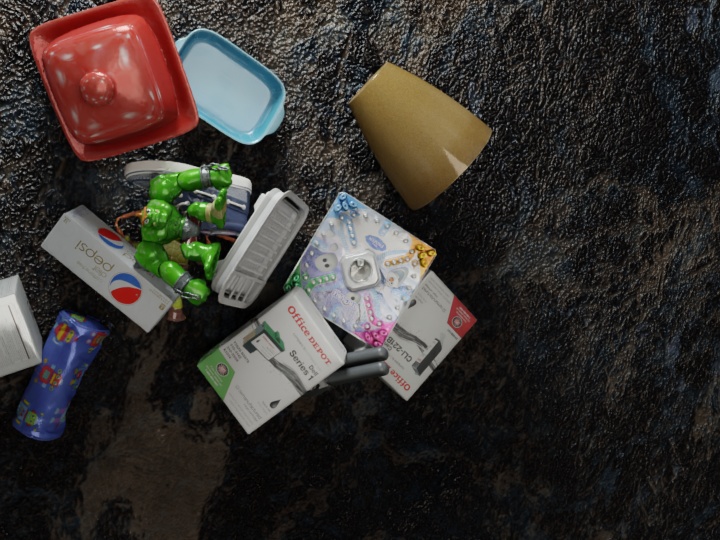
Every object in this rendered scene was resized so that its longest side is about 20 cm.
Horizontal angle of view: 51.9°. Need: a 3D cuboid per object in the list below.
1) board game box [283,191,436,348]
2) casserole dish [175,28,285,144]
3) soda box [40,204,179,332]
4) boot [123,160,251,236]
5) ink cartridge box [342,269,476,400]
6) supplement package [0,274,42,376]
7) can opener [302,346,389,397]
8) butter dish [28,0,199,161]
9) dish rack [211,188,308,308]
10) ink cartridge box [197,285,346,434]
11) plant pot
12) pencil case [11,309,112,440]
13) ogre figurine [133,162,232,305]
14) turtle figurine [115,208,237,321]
[{"bbox_3d":[0.000,0.000,1.261,0.199,0.026,0.201,32,87,-2],"label":"board game box"},{"bbox_3d":[-0.210,-0.282,1.146,0.199,0.039,0.122,31,90,-25],"label":"casserole dish"},{"bbox_3d":[-0.364,-0.003,1.098,0.200,0.064,0.068,41,105,-8],"label":"soda box"},{"bbox_3d":[-0.262,-0.108,1.134,0.198,0.073,0.092,6,77,-24],"label":"boot"},{"bbox_3d":[0.088,0.110,1.340,0.200,0.084,0.144,-48,114,-4],"label":"ink cartridge box"},{"bbox_3d":[-0.570,0.099,1.048,0.198,0.109,0.115,-18,109,-18],"label":"supplement package"},{"bbox_3d":[-0.038,0.173,1.274,0.066,0.198,0.053,32,47,-52],"label":"can opener"},{"bbox_3d":[-0.348,-0.257,1.018,0.197,0.148,0.202,-16,110,1],"label":"butter dish"},{"bbox_3d":[-0.163,-0.038,1.174,0.043,0.172,0.201,33,89,12],"label":"dish rack"},{"bbox_3d":[-0.141,0.143,1.211,0.199,0.084,0.147,-37,95,4],"label":"ink cartridge box"},{"bbox_3d":[0.080,-0.235,1.217,0.200,0.186,0.187,43,85,-11],"label":"plant pot"},{"bbox_3d":[-0.455,0.156,1.128,0.077,0.087,0.202,26,93,5],"label":"pencil case"},{"bbox_3d":[-0.260,-0.060,1.071,0.118,0.098,0.202,10,102,0],"label":"ogre figurine"},{"bbox_3d":[-0.291,-0.004,1.164,0.198,0.064,0.163,9,99,-24],"label":"turtle figurine"}]
